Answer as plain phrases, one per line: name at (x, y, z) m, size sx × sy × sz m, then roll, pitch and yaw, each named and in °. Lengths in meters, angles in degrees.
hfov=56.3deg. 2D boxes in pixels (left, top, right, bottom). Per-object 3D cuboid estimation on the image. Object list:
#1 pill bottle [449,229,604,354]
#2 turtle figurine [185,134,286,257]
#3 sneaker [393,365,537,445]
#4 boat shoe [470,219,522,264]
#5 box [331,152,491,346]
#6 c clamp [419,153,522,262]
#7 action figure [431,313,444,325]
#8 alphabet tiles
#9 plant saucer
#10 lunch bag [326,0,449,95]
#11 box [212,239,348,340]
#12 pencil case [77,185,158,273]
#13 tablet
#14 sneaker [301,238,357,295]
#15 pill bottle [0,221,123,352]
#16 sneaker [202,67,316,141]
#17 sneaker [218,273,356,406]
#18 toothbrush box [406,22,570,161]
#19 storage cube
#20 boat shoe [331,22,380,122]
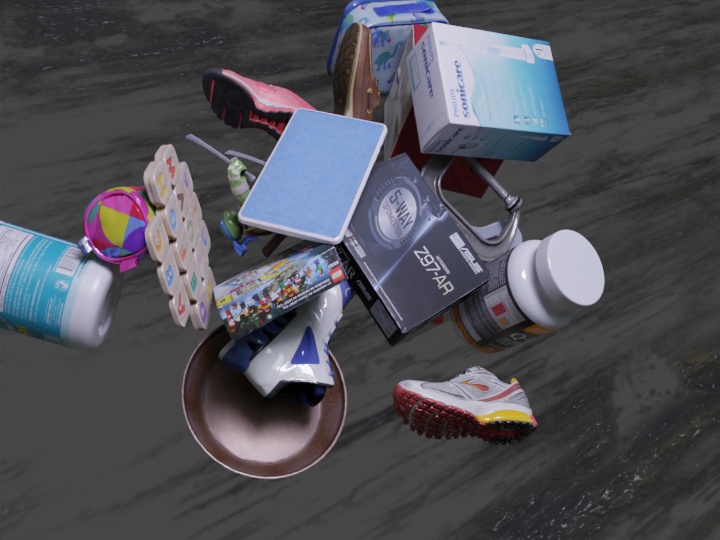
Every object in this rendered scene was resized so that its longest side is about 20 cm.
pill bottle at (0.212, 0.030, 0.879) m, size 0.113 × 0.199 × 0.120 m, roll 11°, pitch 65°, yaw -25°
turtle figurine at (-0.118, -0.137, 0.899) m, size 0.189 × 0.144 × 0.205 m, roll -18°, pitch 66°, yaw 10°
sneaker at (0.128, 0.166, 0.854) m, size 0.195 × 0.078 × 0.084 m, roll 13°, pitch 47°, yaw -23°
boat shoe at (0.158, -0.034, 0.990) m, size 0.197 × 0.066 × 0.072 m, roll -17°, pitch 84°, yaw -42°
box at (0.048, -0.032, 0.838) m, size 0.158 × 0.044 × 0.203 m, roll -26°, pitch 75°, yaw -30°
c clamp at (0.162, -0.121, 0.945) m, size 0.201 × 0.027 × 0.171 m, roll 48°, pitch 66°, yaw -12°
action figure at (0.079, -0.015, 0.973) m, size 0.064 × 0.052 × 0.204 m, roll -11°, pitch 65°, yaw -20°
alphabet tiles at (-0.205, -0.037, 0.787) m, size 0.014 × 0.205 × 0.197 m, roll -8°, pitch 30°, yaw 4°
plant saucer at (-0.113, 0.150, 0.794) m, size 0.194 × 0.037 × 0.205 m, roll 10°, pitch 53°, yaw -13°
lunch bag at (0.048, -0.384, 1.150) m, size 0.195 × 0.162 × 0.084 m, roll -17°, pitch 62°, yaw -28°
box at (-0.099, 0.015, 0.769) m, size 0.134 × 0.200 × 0.039 m, roll -27°, pitch 100°, yaw -10°
pencil case at (-0.254, -0.056, 0.796) m, size 0.086 × 0.090 × 0.200 m, roll 24°, pitch 11°, yaw -2°
tablet at (-0.052, -0.118, 0.803) m, size 0.126 × 0.014 × 0.203 m, roll 13°, pitch 54°, yaw 12°
sneaker at (0.000, 0.000, 0.907) m, size 0.194 × 0.082 × 0.090 m, roll 12°, pitch 60°, yaw 18°
pill bottle at (-0.375, 0.012, 0.749) m, size 0.194 × 0.112 × 0.113 m, roll 17°, pitch 51°, yaw -7°
sneaker at (-0.154, -0.261, 1.061) m, size 0.196 × 0.075 × 0.088 m, roll 26°, pitch 37°, yaw -6°
sneaker at (-0.063, 0.091, 0.791) m, size 0.116 × 0.080 × 0.198 m, roll 52°, pitch 49°, yaw 3°
toothbrush box at (0.172, -0.238, 0.918) m, size 0.194 × 0.085 × 0.151 m, roll -1°, pitch 73°, yaw -26°
storage cube at (0.142, -0.254, 1.086) m, size 0.174 × 0.172 × 0.205 m, roll 11°, pitch 53°, yaw -11°
boat shoe at (-0.004, -0.280, 1.060) m, size 0.066 × 0.207 × 0.072 m, roll -1°, pitch 14°, yaw -27°
